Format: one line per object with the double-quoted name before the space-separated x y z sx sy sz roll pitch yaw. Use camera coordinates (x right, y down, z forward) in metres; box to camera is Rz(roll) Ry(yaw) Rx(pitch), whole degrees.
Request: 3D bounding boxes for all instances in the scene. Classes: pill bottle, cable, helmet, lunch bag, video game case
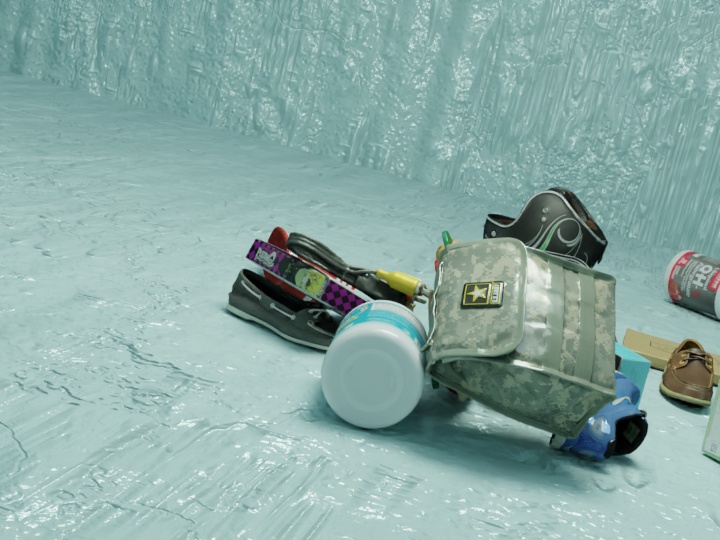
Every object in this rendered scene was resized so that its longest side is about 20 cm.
"pill bottle" 0.020 0.097 1.421 0.110 0.111 0.200 14 10 3
"pill bottle" 0.707 0.038 2.527 0.110 0.111 0.200 4 14 -40
"cable" 0.000 0.000 1.622 0.199 0.051 0.097 29 -13 0
"helmet" 0.323 -0.050 2.302 0.200 0.191 0.200 44 18 -18
"lunch bag" 0.167 0.062 1.374 0.199 0.118 0.165 19 49 -10
"video game case" -0.031 0.036 1.683 0.200 0.036 0.181 32 -3 -41

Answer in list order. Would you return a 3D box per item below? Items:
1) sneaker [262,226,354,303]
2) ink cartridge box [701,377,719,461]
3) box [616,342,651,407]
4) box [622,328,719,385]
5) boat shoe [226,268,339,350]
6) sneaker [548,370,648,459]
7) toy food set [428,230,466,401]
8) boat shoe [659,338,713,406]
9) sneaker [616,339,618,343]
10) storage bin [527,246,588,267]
"sneaker" -0.069 0.006 1.907 0.115 0.079 0.200 17 20 -28
"ink cartridge box" 0.503 0.137 1.567 0.145 0.201 0.048 7 10 -31
"box" 0.299 0.123 1.698 0.049 0.083 0.200 9 13 -26
"box" 0.511 0.140 2.019 0.199 0.021 0.163 15 11 11
"boat shoe" -0.090 0.052 1.647 0.199 0.057 0.067 20 13 30
"sneaker" 0.289 0.177 1.477 0.089 0.079 0.200 26 23 21
"toy food set" 0.110 0.055 1.525 0.048 0.201 0.198 -2 -9 8
"boat shoe" 0.470 0.144 1.833 0.072 0.068 0.200 15 11 8
"sneaker" 0.333 0.111 1.809 0.074 0.080 0.200 13 12 -10
"storage bin" 0.220 0.071 1.617 0.134 0.094 0.201 12 41 -8
